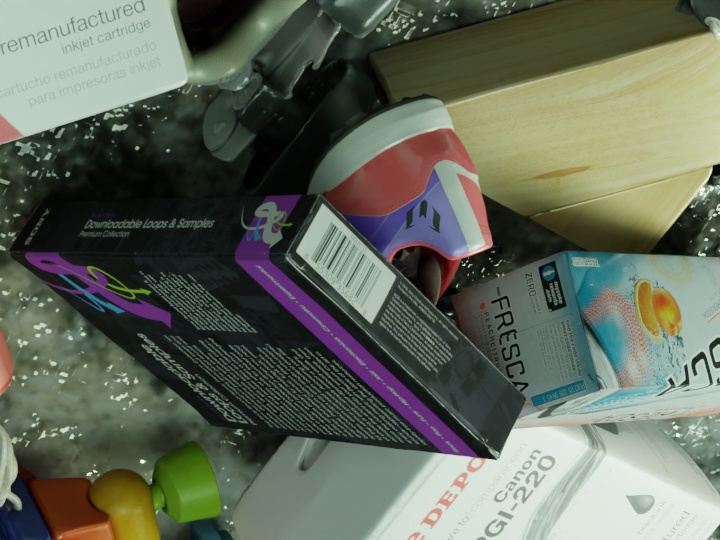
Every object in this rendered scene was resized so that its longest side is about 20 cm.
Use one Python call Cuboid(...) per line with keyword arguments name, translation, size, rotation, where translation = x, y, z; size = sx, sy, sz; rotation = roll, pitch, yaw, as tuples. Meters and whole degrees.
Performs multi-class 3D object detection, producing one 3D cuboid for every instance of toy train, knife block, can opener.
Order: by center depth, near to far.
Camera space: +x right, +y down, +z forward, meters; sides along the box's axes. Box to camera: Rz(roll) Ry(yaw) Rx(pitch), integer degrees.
Cuboid(name="can opener", translation=(0.004, -0.118, 0.939), size=(0.066, 0.053, 0.200), rotation=(31, 106, -29))
Cuboid(name="knife block", translation=(0.129, -0.097, 0.981), size=(0.200, 0.064, 0.176), rotation=(26, 110, -28))
Cuboid(name="toy train", translation=(-0.118, 0.110, 1.022), size=(0.116, 0.085, 0.200), rotation=(-20, 131, -17))

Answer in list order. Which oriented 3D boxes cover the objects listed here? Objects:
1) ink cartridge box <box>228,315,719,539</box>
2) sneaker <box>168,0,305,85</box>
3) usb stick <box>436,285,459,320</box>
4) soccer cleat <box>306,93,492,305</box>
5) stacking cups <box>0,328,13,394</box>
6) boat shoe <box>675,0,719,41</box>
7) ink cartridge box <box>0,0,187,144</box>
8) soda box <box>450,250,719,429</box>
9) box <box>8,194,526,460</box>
Cuboid(name="ink cartridge box", translation=(0.059, 0.118, 1.054), size=(0.200, 0.085, 0.146), rotation=(27, 106, -40))
Cuboid(name="sneaker", translation=(-0.038, -0.154, 0.869), size=(0.081, 0.088, 0.200), rotation=(7, 127, -20))
Cuboid(name="usb stick", translation=(-0.005, 0.087, 1.074), size=(0.055, 0.033, 0.200), rotation=(10, 118, -22))
Cuboid(name="soccer cleat", translation=(0.000, 0.000, 0.949), size=(0.068, 0.073, 0.200), rotation=(-19, 163, -27))
Cuboid(name="stacking cups", translation=(-0.200, -0.027, 0.939), size=(0.060, 0.061, 0.200), rotation=(-17, 129, -5))
Cuboid(name="boat shoe", translation=(0.153, -0.133, 0.924), size=(0.200, 0.074, 0.060), rotation=(43, 103, -3))
Cuboid(name="ink cartridge box", translation=(-0.164, -0.147, 0.811), size=(0.145, 0.083, 0.200), rotation=(-19, 108, -16))
Cuboid(name="soda box", translation=(0.130, 0.032, 0.997), size=(0.068, 0.064, 0.200), rotation=(-23, 166, 37))
Cuboid(name="box", translation=(-0.044, 0.022, 0.938), size=(0.143, 0.200, 0.036), rotation=(44, 62, -33))
